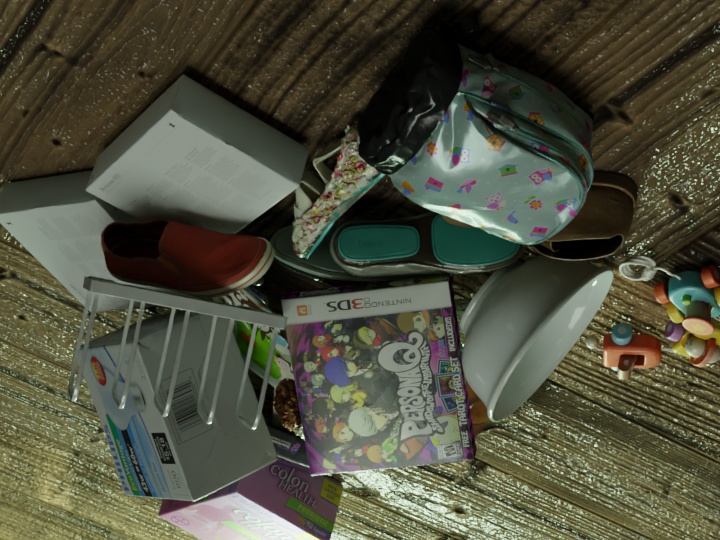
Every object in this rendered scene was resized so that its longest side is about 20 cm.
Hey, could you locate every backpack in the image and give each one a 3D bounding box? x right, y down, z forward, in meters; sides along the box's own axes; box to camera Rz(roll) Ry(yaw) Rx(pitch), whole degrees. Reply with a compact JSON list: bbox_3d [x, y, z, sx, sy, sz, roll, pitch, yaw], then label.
[{"bbox_3d":[0.112,-0.114,1.309,0.199,0.127,0.167,23,144,-18],"label":"backpack"}]

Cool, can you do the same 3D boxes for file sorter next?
[{"bbox_3d":[-0.195,0.086,1.518,0.199,0.125,0.139,11,179,-14],"label":"file sorter"}]

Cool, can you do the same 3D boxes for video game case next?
[{"bbox_3d":[0.020,0.111,1.542,0.180,0.036,0.201,-6,103,11],"label":"video game case"}]

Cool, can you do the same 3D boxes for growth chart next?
[{"bbox_3d":[-0.132,0.052,1.672,0.144,0.018,0.201,28,144,36],"label":"growth chart"}]

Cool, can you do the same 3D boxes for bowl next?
[{"bbox_3d":[0.166,0.051,1.514,0.090,0.201,0.201,40,152,18],"label":"bowl"}]

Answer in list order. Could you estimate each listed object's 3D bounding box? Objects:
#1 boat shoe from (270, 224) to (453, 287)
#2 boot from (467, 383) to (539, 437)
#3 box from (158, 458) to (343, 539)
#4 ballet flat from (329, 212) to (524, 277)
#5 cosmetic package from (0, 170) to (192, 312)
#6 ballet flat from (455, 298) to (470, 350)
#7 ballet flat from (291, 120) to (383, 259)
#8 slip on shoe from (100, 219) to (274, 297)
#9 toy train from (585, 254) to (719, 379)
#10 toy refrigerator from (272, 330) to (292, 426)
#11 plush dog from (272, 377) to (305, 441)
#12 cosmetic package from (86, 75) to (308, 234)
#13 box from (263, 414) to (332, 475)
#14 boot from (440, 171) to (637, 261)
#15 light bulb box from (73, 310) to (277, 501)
[{"bbox_3d":[0.000,0.000,1.574,0.199,0.076,0.060,13,142,5],"label":"boat shoe"},{"bbox_3d":[0.090,0.151,1.772,0.188,0.069,0.200,24,146,-13],"label":"boot"},{"bbox_3d":[-0.160,0.335,2.127,0.176,0.097,0.200,35,142,-28],"label":"box"},{"bbox_3d":[0.069,-0.026,1.514,0.199,0.068,0.064,-1,166,4],"label":"ballet flat"},{"bbox_3d":[-0.299,-0.030,1.671,0.150,0.052,0.200,-7,141,27],"label":"cosmetic package"},{"bbox_3d":[0.118,0.070,1.642,0.070,0.065,0.200,16,164,49],"label":"ballet flat"},{"bbox_3d":[-0.027,-0.086,1.472,0.064,0.076,0.200,41,137,-3],"label":"ballet flat"},{"bbox_3d":[-0.183,-0.018,1.508,0.199,0.074,0.061,5,145,24],"label":"slip on shoe"},{"bbox_3d":[0.319,0.064,1.548,0.150,0.056,0.200,5,146,5],"label":"toy train"},{"bbox_3d":[-0.063,0.118,1.778,0.070,0.076,0.200,13,147,4],"label":"toy refrigerator"},{"bbox_3d":[-0.004,0.137,1.641,0.171,0.161,0.200,-33,154,23],"label":"plush dog"},{"bbox_3d":[-0.169,-0.102,1.494,0.150,0.052,0.200,28,146,-24],"label":"cosmetic package"},{"bbox_3d":[-0.111,0.215,1.898,0.142,0.036,0.200,21,178,-10],"label":"box"},{"bbox_3d":[0.165,-0.053,1.424,0.199,0.076,0.074,1,145,21],"label":"boot"},{"bbox_3d":[-0.222,0.157,1.731,0.200,0.124,0.199,-11,99,58],"label":"light bulb box"}]
